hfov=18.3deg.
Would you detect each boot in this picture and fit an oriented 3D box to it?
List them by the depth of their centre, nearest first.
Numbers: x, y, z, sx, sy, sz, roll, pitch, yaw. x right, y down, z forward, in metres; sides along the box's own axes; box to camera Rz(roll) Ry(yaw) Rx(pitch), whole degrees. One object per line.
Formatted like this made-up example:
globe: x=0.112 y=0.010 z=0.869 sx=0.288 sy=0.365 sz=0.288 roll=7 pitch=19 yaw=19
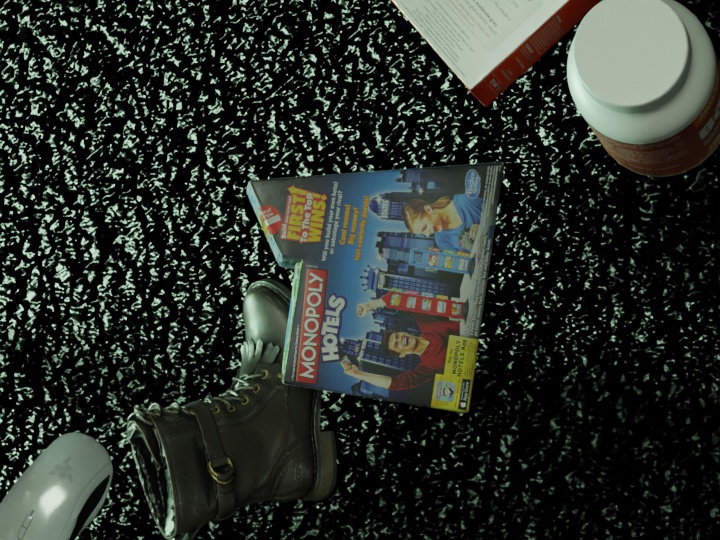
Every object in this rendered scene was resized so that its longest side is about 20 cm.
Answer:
boot: x=-0.107 y=0.108 z=1.743 sx=0.069 sy=0.173 sz=0.202 roll=-26 pitch=74 yaw=48

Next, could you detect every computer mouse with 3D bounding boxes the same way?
computer mouse: x=-0.279 y=0.222 z=1.839 sx=0.109 sy=0.044 sz=0.201 roll=31 pitch=90 yaw=18

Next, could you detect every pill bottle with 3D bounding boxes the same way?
pill bottle: x=0.217 y=-0.143 z=1.684 sx=0.111 sy=0.200 sz=0.113 roll=-2 pitch=81 yaw=14

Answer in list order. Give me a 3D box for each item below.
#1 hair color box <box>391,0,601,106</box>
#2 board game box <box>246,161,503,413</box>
hair color box: x=0.135 y=-0.243 z=1.794 sx=0.200 sy=0.064 sz=0.111 roll=-42 pitch=73 yaw=6
board game box: x=0.000 y=0.000 z=1.758 sx=0.198 sy=0.062 sz=0.202 roll=10 pitch=82 yaw=-3
